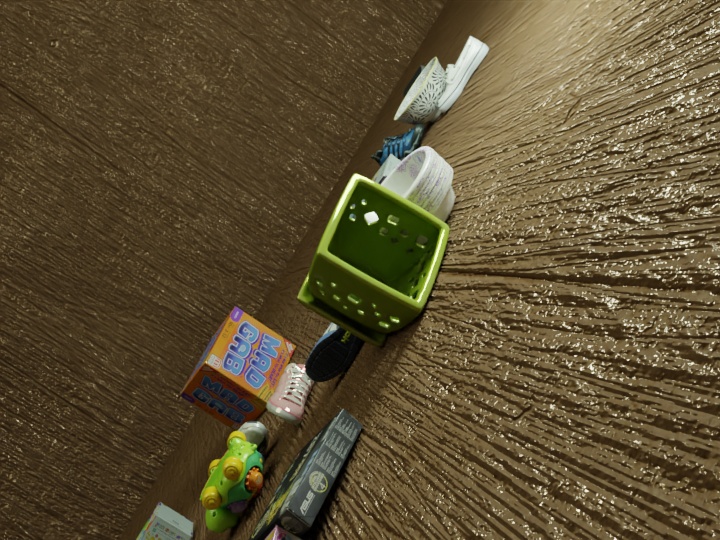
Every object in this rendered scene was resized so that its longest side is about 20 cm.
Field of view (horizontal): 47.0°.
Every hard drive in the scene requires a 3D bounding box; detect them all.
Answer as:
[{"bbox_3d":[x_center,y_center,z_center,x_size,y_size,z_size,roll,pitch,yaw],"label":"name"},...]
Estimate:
[{"bbox_3d":[0.200,-0.656,2.915,0.136,0.042,0.201,-54,10,19],"label":"hard drive"}]

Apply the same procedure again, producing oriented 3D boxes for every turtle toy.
[{"bbox_3d":[-0.254,0.427,1.639,0.202,0.100,0.146,-56,12,12],"label":"turtle toy"}]

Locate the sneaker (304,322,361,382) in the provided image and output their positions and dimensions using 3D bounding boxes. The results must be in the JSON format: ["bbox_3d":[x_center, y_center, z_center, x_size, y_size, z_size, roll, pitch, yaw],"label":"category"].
[{"bbox_3d":[-0.034,0.127,1.579,0.201,0.074,0.082,-52,7,-9],"label":"sneaker"}]

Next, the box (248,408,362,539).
[{"bbox_3d":[-0.084,0.321,1.224,0.161,0.049,0.201,-48,6,42],"label":"box"}]

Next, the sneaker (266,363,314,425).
[{"bbox_3d":[-0.139,0.246,1.701,0.106,0.074,0.200,-62,6,0],"label":"sneaker"}]

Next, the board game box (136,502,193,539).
[{"bbox_3d":[-0.503,0.690,2.008,0.202,0.104,0.103,-57,10,-4],"label":"board game box"}]

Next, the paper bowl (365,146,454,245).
[{"bbox_3d":[0.097,-0.121,1.540,0.201,0.104,0.202,-45,18,18],"label":"paper bowl"}]

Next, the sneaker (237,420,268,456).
[{"bbox_3d":[-0.258,0.423,1.742,0.200,0.079,0.130,-54,12,23],"label":"sneaker"}]

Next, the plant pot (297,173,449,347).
[{"bbox_3d":[0.013,-0.003,1.405,0.182,0.196,0.202,-55,8,50],"label":"plant pot"}]

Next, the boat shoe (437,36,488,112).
[{"bbox_3d":[0.249,-0.509,2.143,0.202,0.066,0.074,-56,9,11],"label":"boat shoe"}]

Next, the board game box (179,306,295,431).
[{"bbox_3d":[-0.325,0.266,2.200,0.200,0.198,0.202,-47,14,45],"label":"board game box"}]

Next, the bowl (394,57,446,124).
[{"bbox_3d":[0.185,-0.470,2.261,0.203,0.093,0.201,-56,10,14],"label":"bowl"}]

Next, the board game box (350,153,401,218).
[{"bbox_3d":[0.048,-0.144,1.905,0.201,0.102,0.106,-50,12,34],"label":"board game box"}]

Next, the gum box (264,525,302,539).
[{"bbox_3d":[-0.147,0.458,1.113,0.201,0.065,0.114,-53,12,25],"label":"gum box"}]

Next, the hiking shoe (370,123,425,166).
[{"bbox_3d":[0.104,-0.342,2.288,0.200,0.086,0.075,-47,13,46],"label":"hiking shoe"}]
